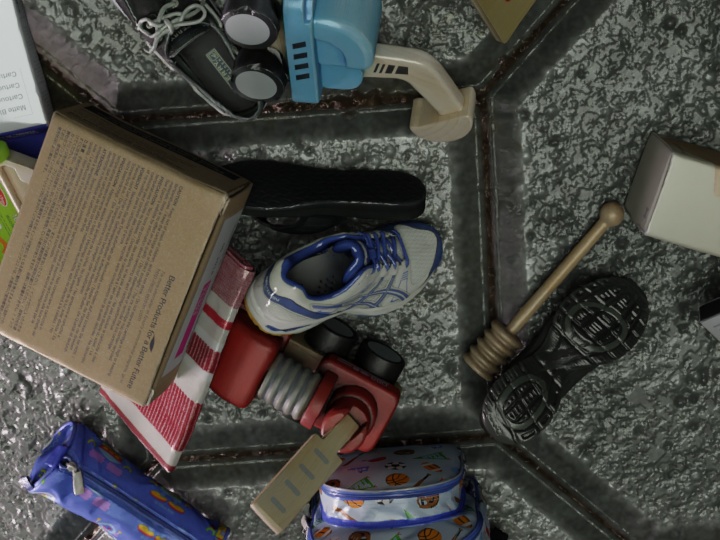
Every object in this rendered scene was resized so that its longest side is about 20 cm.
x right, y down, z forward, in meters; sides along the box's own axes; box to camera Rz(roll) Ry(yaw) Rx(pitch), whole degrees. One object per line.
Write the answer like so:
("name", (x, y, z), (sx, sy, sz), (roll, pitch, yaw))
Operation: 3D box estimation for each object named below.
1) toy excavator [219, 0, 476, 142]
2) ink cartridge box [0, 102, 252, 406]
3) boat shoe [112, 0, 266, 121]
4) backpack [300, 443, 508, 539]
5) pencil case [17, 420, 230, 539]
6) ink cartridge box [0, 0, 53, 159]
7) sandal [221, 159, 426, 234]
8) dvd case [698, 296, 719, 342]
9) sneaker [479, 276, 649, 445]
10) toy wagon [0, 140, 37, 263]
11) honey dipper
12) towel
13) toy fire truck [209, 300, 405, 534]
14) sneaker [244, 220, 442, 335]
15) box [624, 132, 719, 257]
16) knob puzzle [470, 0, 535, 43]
("toy excavator", (-0.004, -0.183, 1.197), (0.199, 0.100, 0.195), (6, 146, 8))
("ink cartridge box", (-0.203, -0.015, 1.196), (0.164, 0.075, 0.201), (26, 107, 6))
("boat shoe", (-0.154, -0.205, 1.220), (0.073, 0.068, 0.200), (-34, 105, 9))
("backpack", (0.035, 0.245, 1.300), (0.199, 0.191, 0.155), (-10, 107, 3))
("pencil case", (-0.217, 0.222, 1.344), (0.200, 0.087, 0.078), (37, 78, -12))
("ink cartridge box", (-0.374, -0.152, 1.248), (0.199, 0.041, 0.201), (-13, 107, 2))
("sandal", (-0.042, -0.057, 1.270), (0.199, 0.075, 0.048), (4, 125, -2))
("dvd case", (0.420, 0.066, 1.278), (0.150, 0.025, 0.200), (-28, 126, 36))
("sneaker", (0.179, 0.079, 1.315), (0.200, 0.091, 0.076), (-39, 89, -11))
("toy wagon", (-0.305, -0.041, 1.272), (0.199, 0.040, 0.156), (-19, 121, 4))
("honey dipper", (0.171, 0.016, 1.313), (0.038, 0.038, 0.200), (38, 101, -12))
("towel", (-0.164, 0.056, 1.272), (0.023, 0.144, 0.201), (8, 111, -41))
("toy fire truck", (-0.065, 0.119, 1.246), (0.175, 0.200, 0.129), (29, 104, -1))
("sneaker", (0.000, 0.000, 1.238), (0.199, 0.088, 0.076), (-23, 78, -30))
("box", (0.344, -0.051, 1.266), (0.199, 0.095, 0.078), (15, 106, -7))
("knob puzzle", (0.126, -0.318, 1.166), (0.219, 0.030, 0.221), (-24, 126, -38))
